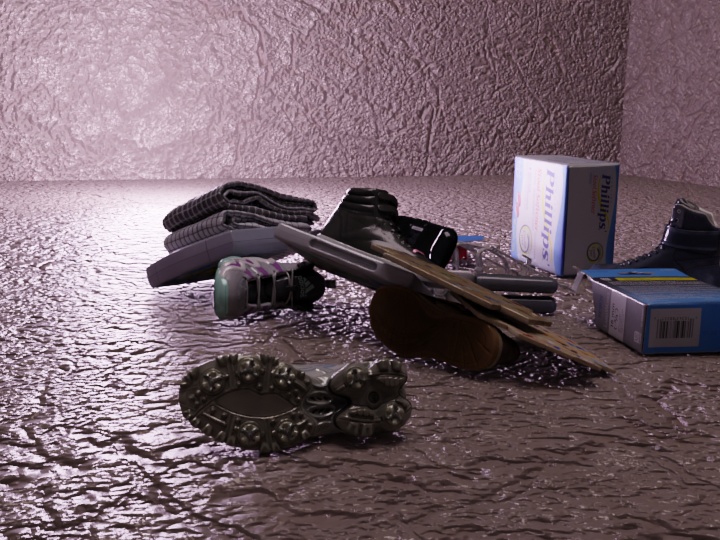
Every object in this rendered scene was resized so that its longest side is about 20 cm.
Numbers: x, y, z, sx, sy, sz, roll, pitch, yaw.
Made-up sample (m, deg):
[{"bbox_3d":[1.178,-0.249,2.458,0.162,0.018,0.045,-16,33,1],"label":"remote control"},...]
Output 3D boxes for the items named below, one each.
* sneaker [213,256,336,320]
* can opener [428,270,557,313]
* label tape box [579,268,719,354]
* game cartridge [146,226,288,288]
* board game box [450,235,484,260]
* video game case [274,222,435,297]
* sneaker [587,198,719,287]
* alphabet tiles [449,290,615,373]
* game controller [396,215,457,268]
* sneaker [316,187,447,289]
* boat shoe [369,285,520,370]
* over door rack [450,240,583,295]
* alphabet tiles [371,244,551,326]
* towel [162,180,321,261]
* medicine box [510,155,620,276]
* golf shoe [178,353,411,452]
[{"bbox_3d":[-0.100,0.019,1.256,0.137,0.079,0.200,3,11,11],"label":"sneaker"},{"bbox_3d":[0.167,0.026,1.335,0.196,0.054,0.067,2,9,2],"label":"can opener"},{"bbox_3d":[0.373,0.047,1.225,0.141,0.065,0.200,0,11,-10],"label":"label tape box"},{"bbox_3d":[-0.205,-0.017,1.376,0.198,0.041,0.132,-20,-11,41],"label":"game cartridge"},{"bbox_3d":[0.137,-0.036,1.722,0.155,0.040,0.200,-2,5,9],"label":"board game box"},{"bbox_3d":[0.000,0.000,1.237,0.180,0.022,0.200,21,-5,15],"label":"video game case"},{"bbox_3d":[0.441,-0.036,1.474,0.199,0.149,0.077,6,12,29],"label":"sneaker"},{"bbox_3d":[0.186,0.065,1.083,0.164,0.006,0.200,22,6,-11],"label":"alphabet tiles"},{"bbox_3d":[0.077,-0.028,1.494,0.042,0.105,0.199,40,-8,-27],"label":"game controller"},{"bbox_3d":[0.042,-0.047,1.262,0.197,0.101,0.071,22,-6,24],"label":"sneaker"},{"bbox_3d":[0.091,0.065,1.089,0.071,0.074,0.198,10,3,-43],"label":"boat shoe"},{"bbox_3d":[0.214,0.001,1.479,0.197,0.068,0.147,12,4,-29],"label":"over door rack"},{"bbox_3d":[0.112,0.017,1.095,0.198,0.006,0.166,26,6,24],"label":"alphabet tiles"},{"bbox_3d":[-0.175,-0.070,1.478,0.198,0.087,0.164,6,-18,-43],"label":"towel"},{"bbox_3d":[0.344,-0.098,1.678,0.101,0.186,0.200,-2,10,-16],"label":"medicine box"},{"bbox_3d":[-0.059,0.112,0.834,0.196,0.080,0.097,5,-8,-18],"label":"golf shoe"}]
